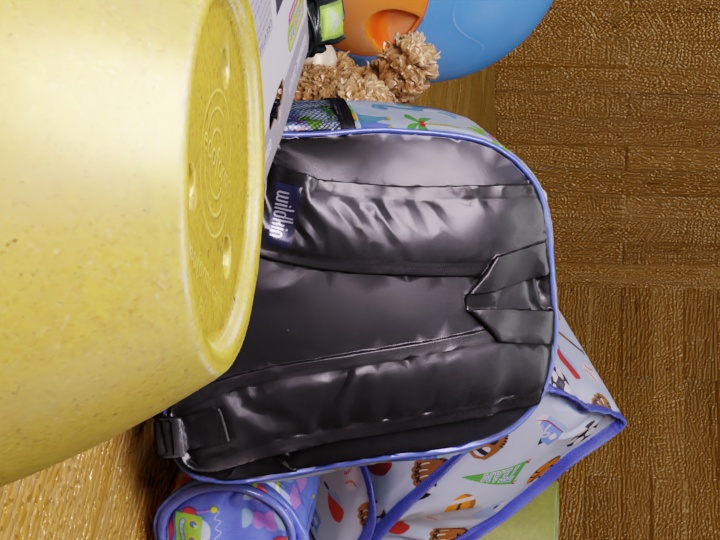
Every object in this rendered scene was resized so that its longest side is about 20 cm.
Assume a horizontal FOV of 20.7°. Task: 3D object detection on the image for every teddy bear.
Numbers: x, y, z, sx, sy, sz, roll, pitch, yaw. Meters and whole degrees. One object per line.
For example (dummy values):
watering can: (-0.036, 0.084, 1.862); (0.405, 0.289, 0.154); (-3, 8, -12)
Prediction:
teddy bear: (-0.024, -0.090, 1.137); (0.067, 0.144, 0.200); (53, 24, -23)

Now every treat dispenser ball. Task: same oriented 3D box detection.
treat dispenser ball: (0.040, -0.227, 1.317); (0.201, 0.199, 0.202); (1, 90, -83)

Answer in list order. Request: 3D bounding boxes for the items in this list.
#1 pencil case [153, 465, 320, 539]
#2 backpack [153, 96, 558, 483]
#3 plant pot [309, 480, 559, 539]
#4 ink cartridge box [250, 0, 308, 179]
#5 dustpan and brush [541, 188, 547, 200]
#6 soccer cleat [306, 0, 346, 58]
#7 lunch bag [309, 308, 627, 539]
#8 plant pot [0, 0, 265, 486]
pencil case: (-0.055, 0.107, 1.078); (0.200, 0.086, 0.078); (-75, -173, -66)
backpack: (-0.009, 0.002, 0.986); (0.147, 0.199, 0.184); (-127, -146, -75)
plant pot: (0.042, 0.192, 1.418); (0.187, 0.199, 0.189); (1, 90, -82)
ink cartridge box: (-0.080, -0.132, 0.854); (0.200, 0.083, 0.177); (-76, 164, -57)
dustpan and brush: (0.027, 0.000, 1.131); (0.140, 0.200, 0.057); (49, -11, 27)
soccer cleat: (-0.052, -0.137, 1.084); (0.200, 0.080, 0.068); (-67, 157, -70)
lunch bag: (0.029, 0.080, 1.207); (0.124, 0.200, 0.171); (25, 31, -49)
plant pot: (-0.101, -0.026, 0.498); (0.200, 0.141, 0.202); (2, 90, -83)
